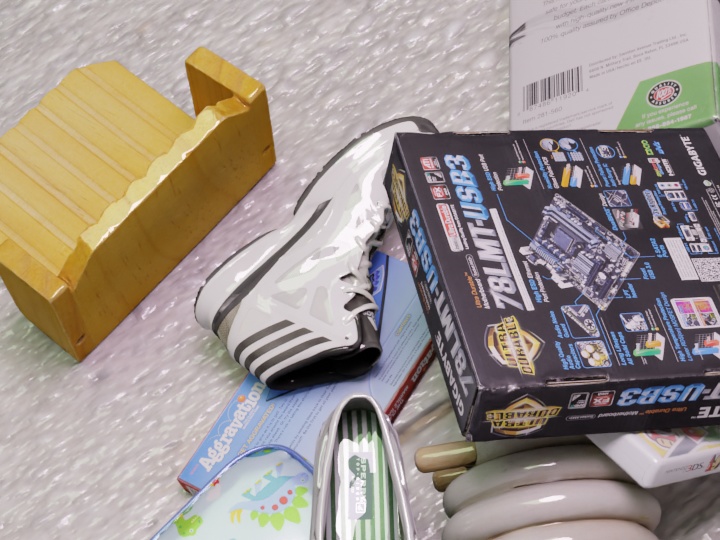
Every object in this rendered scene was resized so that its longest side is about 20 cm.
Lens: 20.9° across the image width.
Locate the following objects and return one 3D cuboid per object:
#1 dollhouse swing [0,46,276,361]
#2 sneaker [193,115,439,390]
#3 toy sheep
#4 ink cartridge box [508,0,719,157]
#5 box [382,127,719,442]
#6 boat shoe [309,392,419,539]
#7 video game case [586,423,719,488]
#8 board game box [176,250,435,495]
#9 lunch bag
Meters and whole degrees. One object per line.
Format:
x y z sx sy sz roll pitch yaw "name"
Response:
-0.188 -0.078 1.332 0.176 0.182 0.200 41 76 14 "dollhouse swing"
0.000 0.000 1.254 0.200 0.076 0.115 -43 63 -3 "sneaker"
0.104 0.139 1.103 0.137 0.138 0.202 -11 72 11 "toy sheep"
0.176 -0.136 1.274 0.145 0.084 0.201 -16 52 27 "ink cartridge box"
0.129 0.001 1.085 0.197 0.050 0.201 -4 45 -15 "box"
-0.002 0.165 1.065 0.073 0.067 0.202 -9 67 -1 "boat shoe"
0.158 0.046 1.140 0.181 0.023 0.200 -5 38 -43 "video game case"
-0.023 0.076 1.256 0.102 0.019 0.201 23 67 28 "board game box"
-0.066 0.217 1.127 0.200 0.083 0.161 -43 65 -13 "lunch bag"
